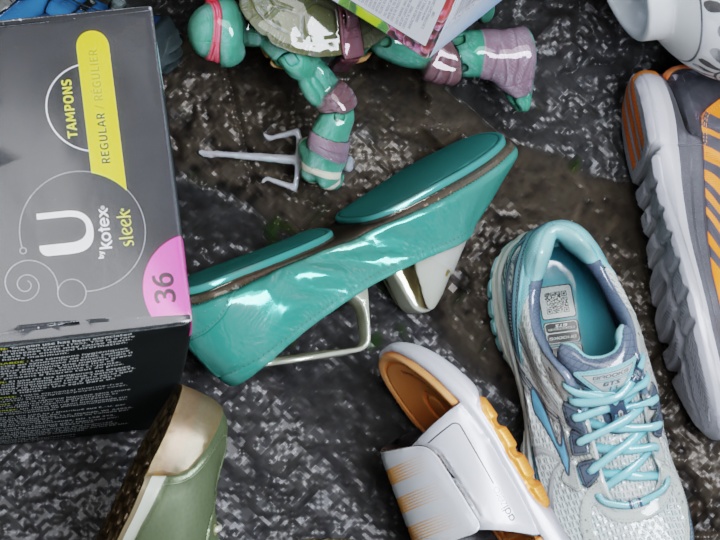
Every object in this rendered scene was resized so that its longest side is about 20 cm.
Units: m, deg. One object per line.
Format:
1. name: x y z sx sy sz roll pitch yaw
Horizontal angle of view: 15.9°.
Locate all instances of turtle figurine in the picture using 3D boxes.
1. turtle figurine: -0.018 -0.118 1.309 0.199 0.101 0.150 -6 74 -15

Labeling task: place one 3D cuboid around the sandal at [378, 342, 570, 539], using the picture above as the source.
1. sandal: 0.060 0.128 1.249 0.059 0.079 0.207 -32 82 -18

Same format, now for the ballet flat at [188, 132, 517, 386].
1. ballet flat: 0.000 0.000 1.292 0.200 0.067 0.071 -27 106 -20

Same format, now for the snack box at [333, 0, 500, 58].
1. snack box: 0.026 -0.193 1.293 0.142 0.053 0.200 34 35 11

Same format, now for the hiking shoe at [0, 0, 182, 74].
1. hiking shoe: -0.185 -0.135 1.269 0.199 0.074 0.087 8 112 6

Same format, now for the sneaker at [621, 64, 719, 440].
1. sneaker: 0.204 -0.016 1.312 0.112 0.078 0.201 -5 74 -8

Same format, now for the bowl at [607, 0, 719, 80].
1. bowl: 0.169 -0.169 1.283 0.094 0.201 0.201 -20 77 -8

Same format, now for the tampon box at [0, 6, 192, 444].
1. tampon box: -0.151 -0.013 1.201 0.126 0.200 0.150 -6 75 -9

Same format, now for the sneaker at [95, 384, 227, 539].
1. sneaker: -0.087 0.158 1.207 0.090 0.067 0.201 24 98 -10

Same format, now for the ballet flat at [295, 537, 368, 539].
1. ballet flat: 0.040 0.176 1.205 0.200 0.068 0.075 49 114 34

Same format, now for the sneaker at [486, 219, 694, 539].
1. sneaker: 0.112 0.069 1.269 0.077 0.086 0.200 -17 76 -11
